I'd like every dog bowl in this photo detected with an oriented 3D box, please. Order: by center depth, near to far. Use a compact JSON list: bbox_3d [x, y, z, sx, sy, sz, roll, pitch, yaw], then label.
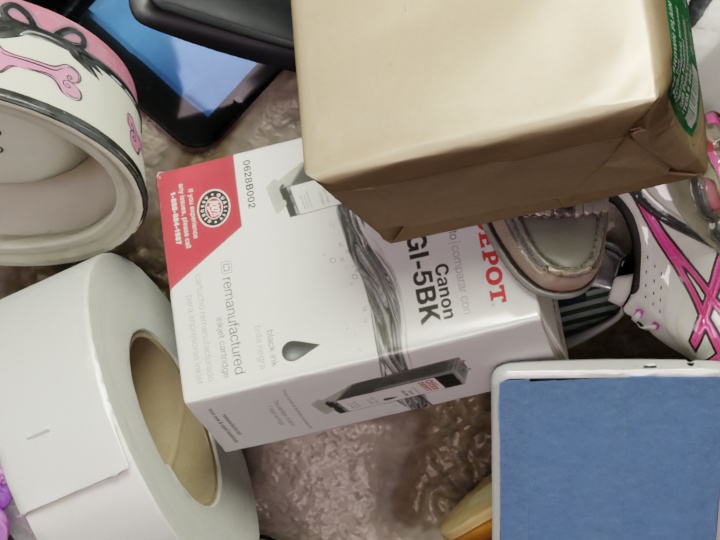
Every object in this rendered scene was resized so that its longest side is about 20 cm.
[{"bbox_3d":[-0.209,-0.079,1.263,0.199,0.074,0.200,6,153,3],"label":"dog bowl"}]

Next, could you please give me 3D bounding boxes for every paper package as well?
[{"bbox_3d":[0.065,-0.135,1.161,0.190,0.103,0.201,-12,67,20],"label":"paper package"}]

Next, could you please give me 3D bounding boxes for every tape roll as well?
[{"bbox_3d":[-0.132,0.094,1.293,0.071,0.203,0.203,-23,105,12],"label":"tape roll"}]

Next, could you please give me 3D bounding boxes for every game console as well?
[{"bbox_3d":[-0.095,-0.176,1.251,0.200,0.172,0.119,-46,72,16],"label":"game console"}]

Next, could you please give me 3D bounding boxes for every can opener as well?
[{"bbox_3d":[-0.029,-0.129,1.269,0.199,0.063,0.079,7,66,-18],"label":"can opener"}]

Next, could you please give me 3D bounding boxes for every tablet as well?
[{"bbox_3d":[0.138,0.126,1.290,0.130,0.014,0.201,0,131,3],"label":"tablet"}]

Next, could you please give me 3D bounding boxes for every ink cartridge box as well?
[{"bbox_3d":[0.000,0.000,1.276,0.199,0.083,0.147,-14,64,9],"label":"ink cartridge box"}]

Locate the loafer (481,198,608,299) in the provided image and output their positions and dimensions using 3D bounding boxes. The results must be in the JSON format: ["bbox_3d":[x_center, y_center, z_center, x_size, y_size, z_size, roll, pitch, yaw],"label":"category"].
[{"bbox_3d":[0.092,-0.086,1.217,0.072,0.201,0.063,0,153,-16],"label":"loafer"}]

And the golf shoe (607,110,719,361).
[{"bbox_3d":[0.184,0.011,1.280,0.092,0.073,0.201,-17,112,12],"label":"golf shoe"}]

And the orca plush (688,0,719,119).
[{"bbox_3d":[0.183,-0.138,1.255,0.105,0.071,0.200,-12,137,-9],"label":"orca plush"}]

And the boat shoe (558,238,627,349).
[{"bbox_3d":[0.059,0.031,1.326,0.199,0.067,0.074,-24,104,12],"label":"boat shoe"}]

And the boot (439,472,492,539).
[{"bbox_3d":[0.163,0.155,1.356,0.201,0.071,0.144,-29,103,9],"label":"boot"}]

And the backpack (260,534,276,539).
[{"bbox_3d":[-0.087,0.259,1.382,0.167,0.127,0.200,42,103,-5],"label":"backpack"}]

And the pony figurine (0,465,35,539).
[{"bbox_3d":[-0.232,0.166,1.366,0.193,0.167,0.200,43,122,-1],"label":"pony figurine"}]
